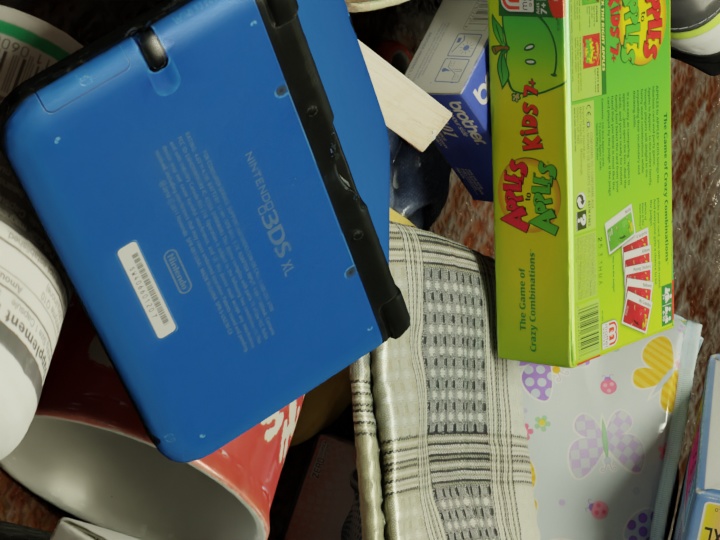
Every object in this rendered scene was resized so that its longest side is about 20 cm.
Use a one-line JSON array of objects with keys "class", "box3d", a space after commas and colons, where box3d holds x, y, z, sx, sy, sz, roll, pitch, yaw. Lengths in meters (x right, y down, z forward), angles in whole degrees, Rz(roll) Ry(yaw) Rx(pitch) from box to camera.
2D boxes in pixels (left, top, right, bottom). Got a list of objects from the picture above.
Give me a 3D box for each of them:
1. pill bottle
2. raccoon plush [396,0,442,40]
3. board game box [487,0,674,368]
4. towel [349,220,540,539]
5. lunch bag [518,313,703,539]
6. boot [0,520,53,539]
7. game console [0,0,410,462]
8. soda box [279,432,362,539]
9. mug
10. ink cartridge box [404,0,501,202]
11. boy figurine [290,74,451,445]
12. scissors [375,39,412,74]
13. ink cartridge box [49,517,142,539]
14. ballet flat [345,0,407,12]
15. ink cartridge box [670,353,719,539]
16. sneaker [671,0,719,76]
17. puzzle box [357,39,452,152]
[{"class": "pill bottle", "box3d": [-0.166, 0.005, 0.792, 0.113, 0.113, 0.201, 55, 40, -46]}, {"class": "raccoon plush", "box3d": [0.010, -0.192, 1.085, 0.134, 0.097, 0.201, -33, 123, -40]}, {"class": "board game box", "box3d": [0.114, -0.061, 1.069, 0.101, 0.047, 0.201, -17, 108, -50]}, {"class": "towel", "box3d": [0.044, 0.080, 1.021, 0.192, 0.034, 0.201, 18, 68, -68]}, {"class": "lunch bag", "box3d": [0.094, 0.105, 1.168, 0.127, 0.169, 0.201, 54, 46, -85]}, {"class": "boot", "box3d": [-0.129, 0.199, 0.962, 0.200, 0.070, 0.132, 38, 70, -47]}, {"class": "game console", "box3d": [-0.056, -0.055, 0.837, 0.170, 0.118, 0.200, -32, 134, -11]}, {"class": "soda box", "box3d": [-0.023, 0.187, 1.074, 0.064, 0.068, 0.201, 127, -18, -86]}, {"class": "mug", "box3d": [-0.080, 0.000, 0.943, 0.178, 0.133, 0.201, 54, 48, -48]}, {"class": "ink cartridge box", "box3d": [0.095, -0.142, 1.108, 0.094, 0.044, 0.200, 51, 57, -43]}, {"class": "boy figurine", "box3d": [0.000, 0.000, 1.102, 0.124, 0.064, 0.201, 26, 78, -32]}, {"class": "scissors", "box3d": [0.004, -0.028, 1.166, 0.073, 0.014, 0.201, -5, 99, -57]}, {"class": "ink cartridge box", "box3d": [-0.075, 0.205, 0.920, 0.200, 0.085, 0.148, 30, 85, -51]}, {"class": "ballet flat", "box3d": [0.053, -0.179, 1.045, 0.200, 0.067, 0.062, -35, 161, -14]}, {"class": "ink cartridge box", "box3d": [0.201, 0.167, 1.126, 0.137, 0.076, 0.201, -67, 164, -59]}, {"class": "sneaker", "box3d": [0.152, -0.164, 1.220, 0.072, 0.200, 0.083, -42, 132, -3]}, {"class": "puzzle box", "box3d": [-0.051, -0.129, 0.962, 0.025, 0.133, 0.200, -52, 144, 4]}]
